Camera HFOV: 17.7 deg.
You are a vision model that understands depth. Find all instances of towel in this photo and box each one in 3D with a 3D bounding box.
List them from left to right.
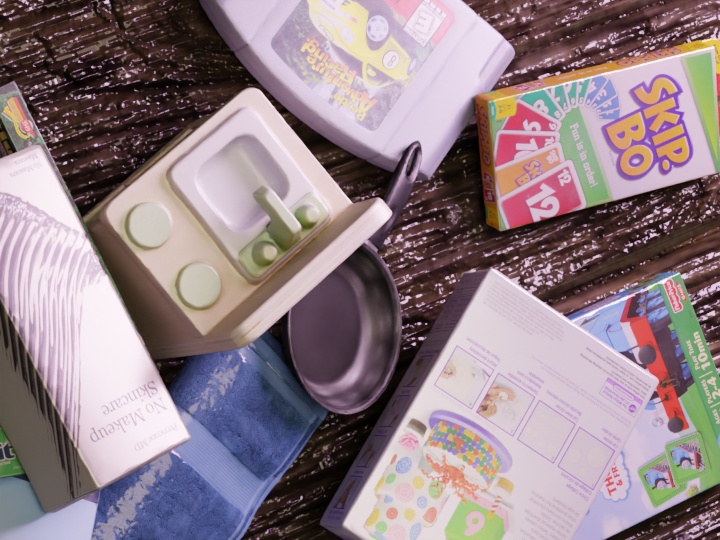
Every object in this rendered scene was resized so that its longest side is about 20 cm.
[{"bbox_3d":[-0.106,0.132,1.479,0.200,0.049,0.112,-53,131,-16],"label":"towel"}]

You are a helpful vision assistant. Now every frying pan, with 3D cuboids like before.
[{"bbox_3d":[-0.011,-0.001,1.510,0.115,0.031,0.190,14,78,-50],"label":"frying pan"}]

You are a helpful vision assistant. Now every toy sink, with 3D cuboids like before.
[{"bbox_3d":[-0.091,-0.030,1.435,0.130,0.200,0.112,-43,101,-17],"label":"toy sink"}]

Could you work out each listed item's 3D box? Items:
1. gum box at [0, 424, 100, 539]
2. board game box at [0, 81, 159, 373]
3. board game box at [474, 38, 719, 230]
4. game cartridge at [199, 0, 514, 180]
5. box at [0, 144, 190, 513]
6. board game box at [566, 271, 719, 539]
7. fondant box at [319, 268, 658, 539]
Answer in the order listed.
[{"bbox_3d":[-0.247,0.184,1.346,0.170,0.045,0.200,22,65,-29],"label":"gum box"},{"bbox_3d":[-0.192,-0.018,1.447,0.023,0.105,0.200,-28,97,-19],"label":"board game box"},{"bbox_3d":[0.176,-0.097,1.620,0.200,0.030,0.096,-16,113,-23],"label":"board game box"},{"bbox_3d":[-0.004,-0.158,1.567,0.200,0.041,0.133,38,78,-14],"label":"game cartridge"},{"bbox_3d":[-0.188,0.034,1.366,0.082,0.068,0.200,-29,90,-40],"label":"box"},{"bbox_3d":[0.160,0.107,1.609,0.200,0.037,0.151,-23,94,-20],"label":"board game box"},{"bbox_3d":[0.086,0.120,1.531,0.144,0.058,0.200,34,77,-14],"label":"fondant box"}]
